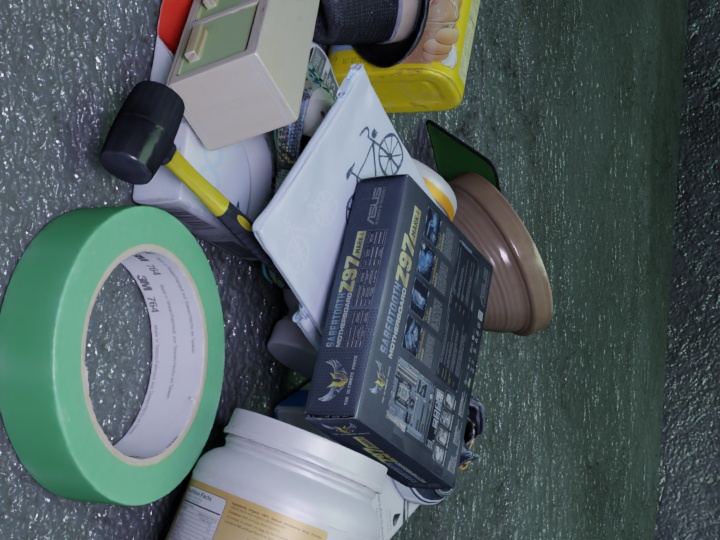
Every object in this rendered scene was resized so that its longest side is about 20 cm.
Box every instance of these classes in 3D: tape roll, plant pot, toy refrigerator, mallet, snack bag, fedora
[{"bbox_3d":[-0.163,0.057,0.798,0.200,0.048,0.202,0,90,-67],"label":"tape roll"},{"bbox_3d":[0.126,-0.003,1.339,0.092,0.201,0.202,-29,126,-13],"label":"plant pot"},{"bbox_3d":[-0.084,-0.187,0.886,0.201,0.076,0.070,-84,150,-45],"label":"toy refrigerator"},{"bbox_3d":[-0.107,-0.041,0.827,0.200,0.041,0.066,53,50,-35],"label":"mallet"},{"bbox_3d":[-0.005,-0.029,0.924,0.189,0.021,0.200,-61,137,-31],"label":"snack bag"},{"bbox_3d":[-0.024,-0.269,1.025,0.091,0.200,0.202,-21,112,-29],"label":"fedora"}]

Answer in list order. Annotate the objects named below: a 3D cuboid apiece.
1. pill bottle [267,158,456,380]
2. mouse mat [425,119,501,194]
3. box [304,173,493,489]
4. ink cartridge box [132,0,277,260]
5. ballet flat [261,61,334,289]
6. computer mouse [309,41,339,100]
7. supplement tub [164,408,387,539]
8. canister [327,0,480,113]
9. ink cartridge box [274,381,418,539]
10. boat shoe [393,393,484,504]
[{"bbox_3d":[0.000,0.000,1.051,0.201,0.116,0.116,-65,148,-18],"label":"pill bottle"},{"bbox_3d":[0.136,-0.071,1.383,0.008,0.161,0.201,-28,125,-13],"label":"mouse mat"},{"bbox_3d":[0.036,0.050,0.910,0.158,0.051,0.201,42,52,-48],"label":"box"},{"bbox_3d":[-0.105,-0.125,0.929,0.160,0.047,0.201,32,63,-62],"label":"ink cartridge box"},{"bbox_3d":[-0.036,-0.084,0.953,0.074,0.074,0.201,16,75,-65],"label":"ballet flat"},{"bbox_3d":[-0.040,-0.142,1.086,0.200,0.044,0.110,58,44,-58],"label":"computer mouse"},{"bbox_3d":[-0.071,0.213,0.837,0.144,0.144,0.201,42,66,-59],"label":"supplement tub"},{"bbox_3d":[0.048,-0.260,1.157,0.087,0.148,0.201,47,49,-56],"label":"canister"},{"bbox_3d":[0.004,0.168,1.123,0.200,0.085,0.147,-29,116,-61],"label":"ink cartridge box"},{"bbox_3d":[0.074,0.164,1.064,0.200,0.090,0.071,57,41,-52],"label":"boat shoe"}]
